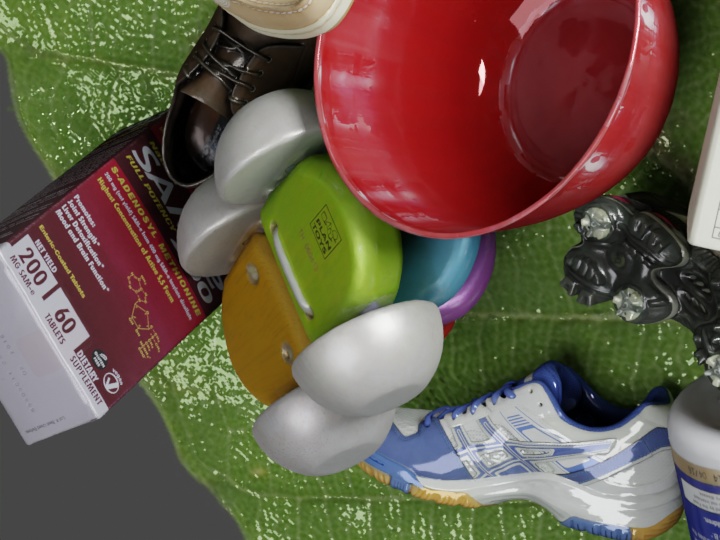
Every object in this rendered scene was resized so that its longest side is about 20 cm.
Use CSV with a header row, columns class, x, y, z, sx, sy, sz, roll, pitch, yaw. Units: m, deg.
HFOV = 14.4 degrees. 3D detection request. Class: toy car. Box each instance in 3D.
class,x,y,z,sx,sy,sz,roll,pitch,yaw
toy car,0.000,0.000,1.536,0.176,0.149,0.200,67,155,18

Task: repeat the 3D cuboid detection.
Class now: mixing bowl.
class,x,y,z,sx,sy,sz,roll,pitch,yaw
mixing bowl,0.086,-0.105,1.432,0.199,0.108,0.202,-11,73,38

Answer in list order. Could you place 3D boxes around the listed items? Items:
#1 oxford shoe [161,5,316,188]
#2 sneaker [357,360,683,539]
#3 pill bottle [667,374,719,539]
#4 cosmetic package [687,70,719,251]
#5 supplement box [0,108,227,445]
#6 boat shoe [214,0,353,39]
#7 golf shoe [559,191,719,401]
class,x,y,z,sx,sy,sz,roll,pitch,yaw
oxford shoe,-0.055,-0.120,1.548,0.072,0.084,0.201,32,126,12
sneaker,0.089,0.087,1.599,0.199,0.075,0.089,8,109,18
pill bottle,0.236,0.153,1.512,0.115,0.116,0.201,-1,115,30
cosmetic package,0.224,-0.104,1.351,0.103,0.073,0.201,13,105,3
supplement box,-0.140,-0.001,1.588,0.061,0.200,0.109,-22,105,36
boat shoe,-0.078,-0.176,1.484,0.200,0.069,0.074,29,97,46
golf shoe,0.198,0.017,1.449,0.200,0.088,0.078,38,124,27
